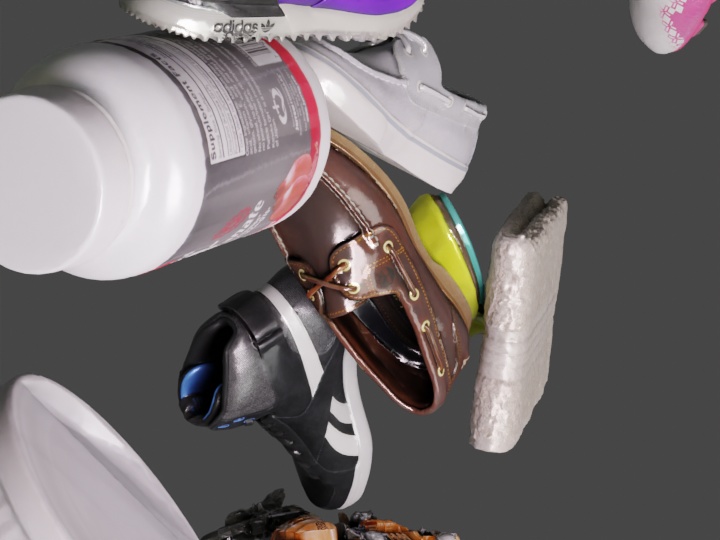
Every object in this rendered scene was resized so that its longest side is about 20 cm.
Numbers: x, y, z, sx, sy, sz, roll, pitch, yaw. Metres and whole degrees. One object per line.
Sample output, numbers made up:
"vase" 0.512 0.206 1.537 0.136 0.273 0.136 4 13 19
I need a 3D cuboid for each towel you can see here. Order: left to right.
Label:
"towel" 0.096 0.027 1.488 0.200 0.034 0.133 -40 136 -77

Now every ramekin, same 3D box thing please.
"ramekin" -0.162 0.162 1.320 0.094 0.203 0.202 -36 150 10

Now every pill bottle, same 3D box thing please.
"pill bottle" -0.105 -0.057 1.153 0.111 0.111 0.200 -60 163 23

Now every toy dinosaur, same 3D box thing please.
"toy dinosaur" -0.034 0.181 1.527 0.200 0.136 0.102 23 72 -23

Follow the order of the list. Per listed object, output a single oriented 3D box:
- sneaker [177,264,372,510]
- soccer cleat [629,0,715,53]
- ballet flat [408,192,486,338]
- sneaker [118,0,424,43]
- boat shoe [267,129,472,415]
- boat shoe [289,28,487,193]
"sneaker" -0.058 0.083 1.466 0.112 0.073 0.200 -25 135 -24
"soccer cleat" 0.173 -0.213 1.398 0.086 0.070 0.200 -7 132 -23
"ballet flat" 0.042 0.010 1.474 0.067 0.067 0.200 -28 164 1
"sneaker" -0.028 -0.170 1.202 0.200 0.070 0.100 -12 122 -50
"boat shoe" 0.000 0.000 1.361 0.200 0.070 0.070 49 45 -32
"boat shoe" 0.017 -0.099 1.339 0.200 0.072 0.069 28 90 -55
